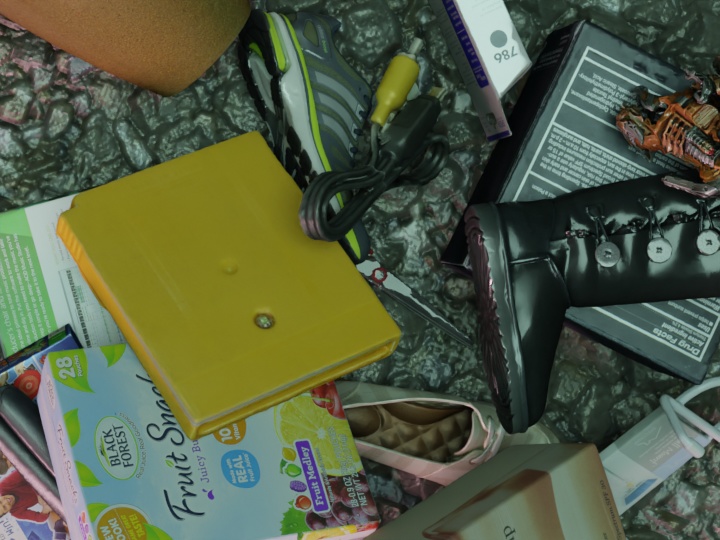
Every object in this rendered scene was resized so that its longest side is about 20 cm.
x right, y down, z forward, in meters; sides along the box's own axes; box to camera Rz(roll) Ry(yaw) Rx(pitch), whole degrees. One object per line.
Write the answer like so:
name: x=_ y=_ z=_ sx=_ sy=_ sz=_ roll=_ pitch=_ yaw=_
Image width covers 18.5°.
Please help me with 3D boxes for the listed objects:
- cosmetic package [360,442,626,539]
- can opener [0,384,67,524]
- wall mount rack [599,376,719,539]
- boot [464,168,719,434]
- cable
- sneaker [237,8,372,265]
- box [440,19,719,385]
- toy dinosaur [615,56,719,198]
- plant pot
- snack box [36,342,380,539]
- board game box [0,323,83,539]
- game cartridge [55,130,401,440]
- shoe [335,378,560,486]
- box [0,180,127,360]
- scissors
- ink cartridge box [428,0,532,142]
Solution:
cosmetic package: x=0.086 y=0.201 z=1.508 sx=0.200 sy=0.087 sz=0.104 roll=-29 pitch=104 yaw=-42
can opener: x=-0.198 y=0.159 z=1.576 sx=0.200 sy=0.079 sz=0.063 roll=42 pitch=131 yaw=-11
wall mount rack: x=0.233 y=0.175 z=1.646 sx=0.200 sy=0.075 sz=0.174 roll=-41 pitch=134 yaw=17
boot: x=0.184 y=0.019 z=1.542 sx=0.199 sy=0.066 sz=0.166 roll=-9 pitch=95 yaw=-11
cable: x=0.008 y=-0.076 z=1.599 sx=0.050 sy=0.097 sz=0.200 roll=16 pitch=47 yaw=30
sneaker: x=-0.022 y=-0.103 z=1.627 sx=0.081 sy=0.074 sz=0.201 roll=-15 pitch=87 yaw=-26
box: x=0.193 y=-0.049 z=1.629 sx=0.199 sy=0.123 sz=0.199 roll=27 pitch=87 yaw=-7
toy dinosaur: x=0.279 y=-0.099 z=1.513 sx=0.199 sy=0.102 sz=0.136 roll=25 pitch=70 yaw=13
plant pot: x=-0.181 y=-0.223 z=1.575 sx=0.186 sy=0.186 sz=0.200 roll=-47 pitch=109 yaw=-4
snack box: x=-0.107 y=0.130 z=1.519 sx=0.199 sy=0.068 sz=0.169 roll=-8 pitch=57 yaw=-20
board game box: x=-0.221 y=0.158 z=1.612 sx=0.135 sy=0.034 sz=0.201 roll=-29 pitch=104 yaw=-3
game cartridge: x=-0.095 y=0.006 z=1.551 sx=0.176 sy=0.032 sz=0.200 roll=-22 pitch=62 yaw=-29
shoe: x=0.057 y=0.126 z=1.652 sx=0.199 sy=0.053 sz=0.070 roll=12 pitch=90 yaw=-6
box: x=-0.177 y=0.006 z=1.637 sx=0.199 sy=0.036 sz=0.145 roll=-15 pitch=92 yaw=-7
scissors: x=0.000 y=0.000 z=1.667 sx=0.073 sy=0.014 sz=0.200 roll=-38 pitch=95 yaw=-7
ink cartridge box: x=0.079 y=-0.194 z=1.628 sx=0.039 sy=0.099 sz=0.201 roll=-23 pitch=94 yaw=-6
